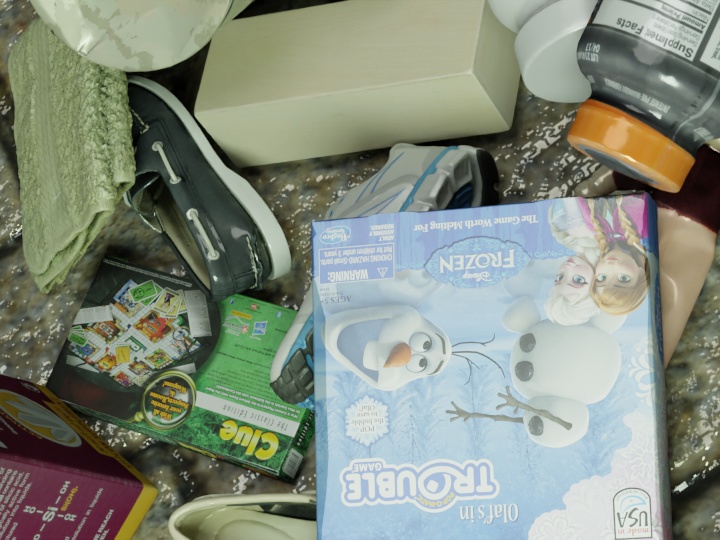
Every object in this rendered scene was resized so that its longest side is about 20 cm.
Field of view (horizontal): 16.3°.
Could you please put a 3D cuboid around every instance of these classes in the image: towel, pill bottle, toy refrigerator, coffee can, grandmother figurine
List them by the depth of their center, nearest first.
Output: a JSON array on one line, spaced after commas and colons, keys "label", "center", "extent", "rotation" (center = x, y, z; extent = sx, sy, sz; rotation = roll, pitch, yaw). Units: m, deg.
[{"label": "pill bottle", "center": [0.188, -0.147, 1.401], "extent": [0.106, 0.106, 0.201], "rotation": [25, 89, 35]}, {"label": "grandmother figurine", "center": [0.183, -0.029, 1.467], "extent": [0.121, 0.061, 0.201], "rotation": [28, 77, 7]}, {"label": "pill bottle", "center": [0.123, -0.212, 1.523], "extent": [0.115, 0.116, 0.202], "rotation": [-20, 65, 19]}, {"label": "toy refrigerator", "center": [0.001, -0.122, 1.597], "extent": [0.199, 0.070, 0.076], "rotation": [-7, 54, 27]}, {"label": "coffee can", "center": [-0.115, -0.226, 1.606], "extent": [0.145, 0.147, 0.200], "rotation": [-13, 17, 22]}, {"label": "towel", "center": [-0.194, -0.100, 1.669], "extent": [0.148, 0.036, 0.202], "rotation": [-44, 45, 51]}]

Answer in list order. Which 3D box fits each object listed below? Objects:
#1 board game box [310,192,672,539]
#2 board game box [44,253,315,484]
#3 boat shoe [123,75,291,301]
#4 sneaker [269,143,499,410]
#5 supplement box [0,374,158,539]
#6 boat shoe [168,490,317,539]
[{"label": "board game box", "center": [0.072, 0.064, 1.414], "extent": [0.198, 0.043, 0.201], "rotation": [-5, 78, 15]}, {"label": "board game box", "center": [-0.105, 0.060, 1.595], "extent": [0.199, 0.023, 0.105], "rotation": [16, 73, 34]}, {"label": "boat shoe", "center": [-0.122, -0.055, 1.619], "extent": [0.060, 0.076, 0.200], "rotation": [-27, 46, -22]}, {"label": "sneaker", "center": [0.000, 0.000, 1.537], "extent": [0.086, 0.075, 0.200], "rotation": [19, 60, 40]}, {"label": "supplement box", "center": [-0.243, 0.126, 1.521], "extent": [0.131, 0.199, 0.104], "rotation": [38, 101, 35]}, {"label": "boat shoe", "center": [-0.018, 0.162, 1.475], "extent": [0.198, 0.063, 0.072], "rotation": [1, 65, 27]}]
